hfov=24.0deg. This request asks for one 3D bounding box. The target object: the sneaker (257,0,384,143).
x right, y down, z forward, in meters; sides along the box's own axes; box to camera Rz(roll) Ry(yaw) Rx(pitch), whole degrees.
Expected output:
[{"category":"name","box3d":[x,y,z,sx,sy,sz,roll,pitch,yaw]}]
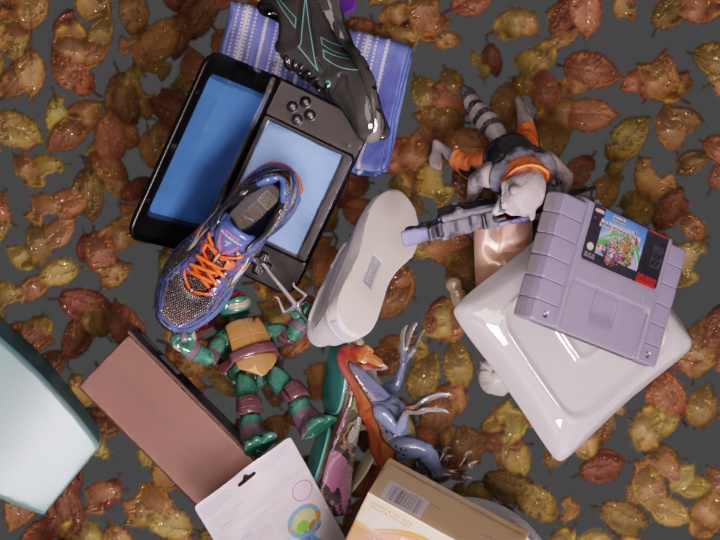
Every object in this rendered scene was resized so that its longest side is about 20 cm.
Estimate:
[{"category":"sneaker","box3d":[-0.037,-0.206,1.681,0.079,0.075,0.201,-22,69,-5]}]

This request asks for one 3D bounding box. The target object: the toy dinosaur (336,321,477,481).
[{"category":"toy dinosaur","box3d":[0.030,0.153,1.672,0.181,0.105,0.201,34,88,-24]}]

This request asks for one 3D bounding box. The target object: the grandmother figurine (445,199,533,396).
[{"category":"grandmother figurine","box3d":[0.149,0.028,1.736,0.121,0.061,0.201,3,91,11]}]

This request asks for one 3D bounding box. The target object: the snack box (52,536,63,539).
[{"category":"snack box","box3d":[-0.243,0.363,1.717,0.199,0.037,0.117,23,88,-2]}]

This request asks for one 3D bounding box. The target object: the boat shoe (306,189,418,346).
[{"category":"boat shoe","box3d":[0.000,0.000,1.699,0.072,0.068,0.201,42,47,-27]}]

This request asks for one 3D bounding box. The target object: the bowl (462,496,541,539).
[{"category":"bowl","box3d":[0.114,0.303,1.689,0.200,0.090,0.202,8,114,18]}]

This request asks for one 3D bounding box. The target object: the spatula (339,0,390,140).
[{"category":"spatula","box3d":[-0.012,-0.222,1.730,0.056,0.021,0.201,-20,77,-10]}]

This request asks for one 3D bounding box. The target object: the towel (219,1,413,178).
[{"category":"towel","box3d":[-0.054,-0.187,1.748,0.199,0.024,0.146,13,87,-2]}]

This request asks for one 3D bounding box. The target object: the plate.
[{"category":"plate","box3d":[0.224,0.058,1.714,0.200,0.032,0.200,-39,101,-15]}]

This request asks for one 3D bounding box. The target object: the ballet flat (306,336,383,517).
[{"category":"ballet flat","box3d":[-0.011,0.154,1.725,0.071,0.069,0.201,12,92,-20]}]

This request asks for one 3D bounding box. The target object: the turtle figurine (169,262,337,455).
[{"category":"turtle figurine","box3d":[-0.107,0.079,1.697,0.149,0.101,0.201,-22,71,-7]}]

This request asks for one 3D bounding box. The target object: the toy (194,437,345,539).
[{"category":"toy","box3d":[-0.084,0.265,1.686,0.115,0.047,0.201,-35,120,-16]}]

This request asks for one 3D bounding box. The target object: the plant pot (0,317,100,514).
[{"category":"plant pot","box3d":[-0.360,0.138,1.671,0.200,0.141,0.141,40,87,-8]}]

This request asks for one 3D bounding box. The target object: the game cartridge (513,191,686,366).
[{"category":"game cartridge","box3d":[0.238,0.009,1.647,0.199,0.038,0.130,20,88,-41]}]

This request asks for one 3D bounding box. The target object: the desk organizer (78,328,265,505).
[{"category":"desk organizer","box3d":[-0.186,0.157,1.709,0.077,0.072,0.200,-45,90,0]}]

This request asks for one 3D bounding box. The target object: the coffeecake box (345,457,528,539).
[{"category":"coffeecake box","box3d":[0.049,0.306,1.622,0.153,0.073,0.201,27,119,7]}]

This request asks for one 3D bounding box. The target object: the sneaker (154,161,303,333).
[{"category":"sneaker","box3d":[-0.132,-0.027,1.627,0.075,0.078,0.200,35,86,-1]}]

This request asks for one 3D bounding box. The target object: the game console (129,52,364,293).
[{"category":"game console","box3d":[-0.108,-0.092,1.683,0.175,0.116,0.201,26,98,-2]}]

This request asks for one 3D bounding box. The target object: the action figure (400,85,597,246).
[{"category":"action figure","box3d":[0.121,-0.099,1.668,0.199,0.194,0.105,-17,119,-10]}]
